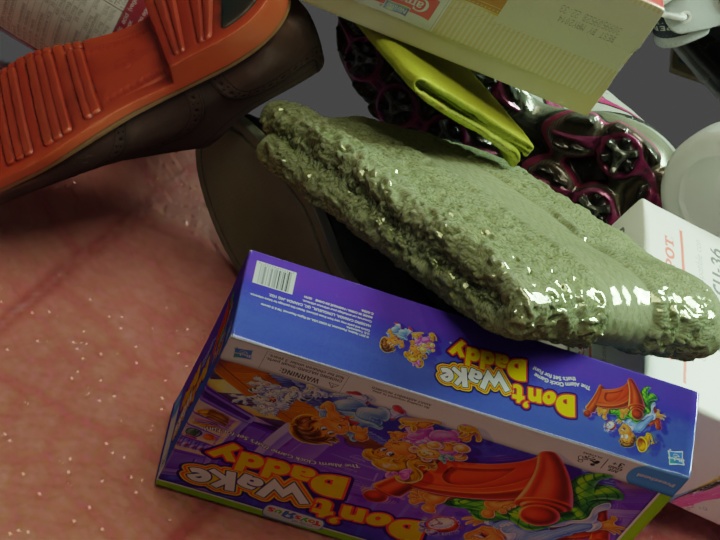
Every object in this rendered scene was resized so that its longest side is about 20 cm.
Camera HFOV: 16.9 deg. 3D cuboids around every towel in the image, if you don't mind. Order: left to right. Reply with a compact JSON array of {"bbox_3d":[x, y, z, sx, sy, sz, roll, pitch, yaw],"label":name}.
[{"bbox_3d":[0.008,-0.121,1.156,0.086,0.018,0.200,26,18,-41],"label":"towel"},{"bbox_3d":[0.055,-0.020,1.070,0.148,0.036,0.200,7,22,-42],"label":"towel"}]

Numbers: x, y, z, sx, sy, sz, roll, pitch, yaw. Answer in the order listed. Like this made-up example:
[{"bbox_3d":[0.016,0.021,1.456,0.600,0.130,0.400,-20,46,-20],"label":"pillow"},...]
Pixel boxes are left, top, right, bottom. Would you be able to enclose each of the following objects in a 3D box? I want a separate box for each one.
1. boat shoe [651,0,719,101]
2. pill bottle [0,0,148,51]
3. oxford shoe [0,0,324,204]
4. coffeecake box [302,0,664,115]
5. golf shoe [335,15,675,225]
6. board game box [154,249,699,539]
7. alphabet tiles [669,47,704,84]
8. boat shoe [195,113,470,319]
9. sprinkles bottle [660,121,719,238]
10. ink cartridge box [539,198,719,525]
[{"bbox_3d":[0.175,-0.149,1.296,0.072,0.200,0.069,10,67,40],"label":"boat shoe"},{"bbox_3d":[-0.148,-0.164,1.188,0.200,0.110,0.110,32,46,5],"label":"pill bottle"},{"bbox_3d":[-0.109,-0.068,1.109,0.073,0.200,0.071,49,21,-47],"label":"oxford shoe"},{"bbox_3d":[0.053,-0.185,1.139,0.153,0.073,0.200,20,40,-18],"label":"coffeecake box"},{"bbox_3d":[0.076,-0.082,1.256,0.200,0.073,0.092,34,18,10],"label":"golf shoe"},{"bbox_3d":[0.026,0.072,1.041,0.200,0.134,0.045,17,55,-9],"label":"board game box"},{"bbox_3d":[0.247,-0.151,1.423,0.200,0.006,0.166,18,46,-8],"label":"alphabet tiles"},{"bbox_3d":[0.001,-0.001,1.139,0.066,0.075,0.199,-26,65,-40],"label":"boat shoe"},{"bbox_3d":[0.222,-0.060,1.248,0.068,0.068,0.200,41,31,13],"label":"sprinkles bottle"},{"bbox_3d":[0.161,0.047,1.142,0.200,0.067,0.117,24,45,-21],"label":"ink cartridge box"}]
